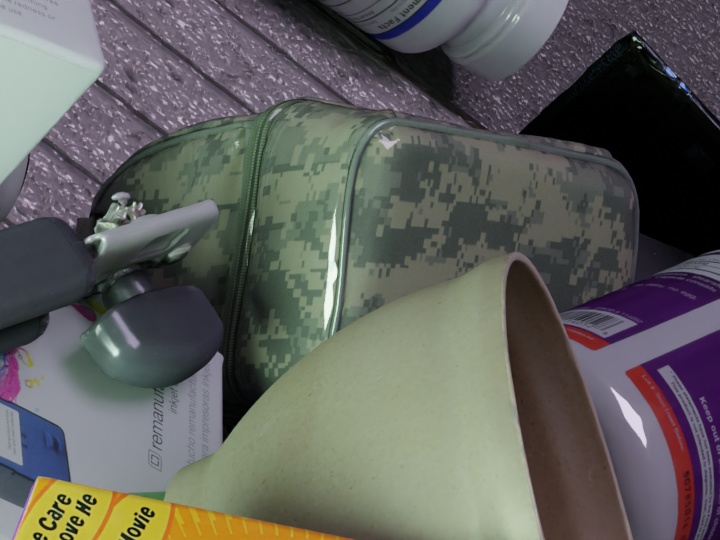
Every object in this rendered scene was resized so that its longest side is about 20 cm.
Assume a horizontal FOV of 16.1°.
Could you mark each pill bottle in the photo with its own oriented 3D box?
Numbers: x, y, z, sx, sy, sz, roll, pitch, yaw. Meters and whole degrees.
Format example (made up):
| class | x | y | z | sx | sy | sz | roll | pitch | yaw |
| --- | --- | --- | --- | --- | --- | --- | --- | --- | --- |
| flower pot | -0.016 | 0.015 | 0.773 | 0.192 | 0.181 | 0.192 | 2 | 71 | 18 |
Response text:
| class | x | y | z | sx | sy | sz | roll | pitch | yaw |
| --- | --- | --- | --- | --- | --- | --- | --- | --- | --- |
| pill bottle | 0.130 | 0.057 | 1.033 | 0.200 | 0.112 | 0.113 | -19 | 69 | -43 |
| pill bottle | 0.014 | -0.186 | 1.361 | 0.200 | 0.112 | 0.112 | 31 | 34 | -25 |

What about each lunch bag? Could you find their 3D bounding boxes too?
| class | x | y | z | sx | sy | sz | roll | pitch | yaw |
| --- | --- | --- | --- | --- | --- | --- | --- | --- | --- |
| lunch bag | 0.000 | 0.000 | 1.089 | 0.200 | 0.168 | 0.140 | 5 | 95 | -47 |

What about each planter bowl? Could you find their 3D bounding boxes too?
| class | x | y | z | sx | sy | sz | roll | pitch | yaw |
| --- | --- | --- | --- | --- | --- | --- | --- | --- | --- |
| planter bowl | 0.015 | 0.108 | 0.847 | 0.200 | 0.135 | 0.201 | -16 | 90 | -79 |

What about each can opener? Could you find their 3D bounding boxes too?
| class | x | y | z | sx | sy | sz | roll | pitch | yaw |
| --- | --- | --- | --- | --- | --- | --- | --- | --- | --- |
| can opener | -0.109 | 0.014 | 0.863 | 0.200 | 0.053 | 0.067 | -14 | 67 | -55 |

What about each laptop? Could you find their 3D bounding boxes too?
| class | x | y | z | sx | sy | sz | roll | pitch | yaw |
| --- | --- | --- | --- | --- | --- | --- | --- | --- | --- |
| laptop | 0.191 | -0.037 | 1.322 | 0.200 | 0.177 | 0.103 | 47 | 57 | 0 |

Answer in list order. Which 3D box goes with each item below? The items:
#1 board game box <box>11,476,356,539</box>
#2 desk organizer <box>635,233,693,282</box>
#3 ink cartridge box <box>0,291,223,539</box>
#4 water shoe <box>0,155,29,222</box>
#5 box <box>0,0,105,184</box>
| class | x | y | z | sx | sy | sz | roll | pitch | yaw |
| --- | --- | --- | --- | --- | --- | --- | --- | --- | --- |
| board game box | -0.022 | 0.211 | 0.690 | 0.200 | 0.200 | 0.200 | 12 | 38 | 3 |
| desk organizer | 0.122 | 0.076 | 1.224 | 0.072 | 0.077 | 0.200 | 21 | 42 | -24 |
| ink cartridge box | -0.150 | 0.061 | 0.896 | 0.200 | 0.088 | 0.145 | 29 | 36 | -25 |
| water shoe | -0.153 | -0.095 | 1.086 | 0.079 | 0.071 | 0.200 | 22 | 39 | -40 |
| box | -0.198 | -0.116 | 0.974 | 0.106 | 0.152 | 0.200 | 18 | 40 | -38 |
